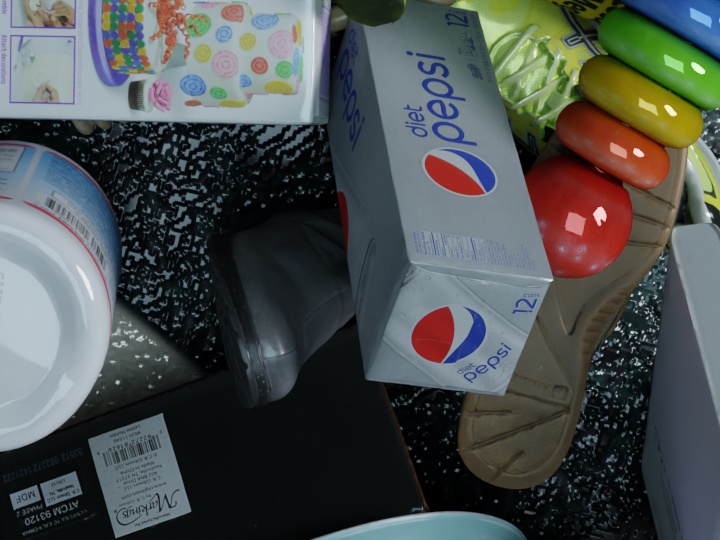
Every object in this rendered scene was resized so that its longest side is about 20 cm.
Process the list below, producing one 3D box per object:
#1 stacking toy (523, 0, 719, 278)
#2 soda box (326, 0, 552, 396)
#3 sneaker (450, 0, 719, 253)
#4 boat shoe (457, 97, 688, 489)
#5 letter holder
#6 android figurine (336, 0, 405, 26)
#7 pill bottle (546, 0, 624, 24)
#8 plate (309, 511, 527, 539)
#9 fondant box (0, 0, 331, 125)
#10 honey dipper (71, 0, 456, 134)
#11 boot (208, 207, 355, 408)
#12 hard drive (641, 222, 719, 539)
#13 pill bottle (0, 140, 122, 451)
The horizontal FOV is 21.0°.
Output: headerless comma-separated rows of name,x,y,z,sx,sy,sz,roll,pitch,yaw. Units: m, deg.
stacking toy,0.126,-0.087,0.831,0.085,0.085,0.201,30,98,-11
soda box,0.029,-0.038,0.855,0.063,0.201,0.069,8,129,-14
sneaker,0.108,-0.083,0.953,0.200,0.076,0.076,36,101,-10
boat shoe,0.097,0.002,0.916,0.072,0.072,0.201,17,103,0
letter holder,-0.070,0.121,0.989,0.199,0.142,0.101,-20,73,0
android figurine,0.027,-0.213,0.865,0.041,0.182,0.201,15,59,-11
pill bottle,0.138,-0.167,0.916,0.199,0.112,0.113,22,102,-9
plate,-0.006,0.180,0.969,0.199,0.200,0.026,-20,60,1
fondant box,-0.113,-0.141,0.899,0.199,0.058,0.145,2,92,8
honey dipper,-0.047,-0.109,0.936,0.199,0.038,0.038,-15,105,11
boot,0.000,0.000,0.903,0.131,0.200,0.070,-8,109,1
hard drive,0.163,0.091,0.923,0.026,0.132,0.201,-7,144,-2
pill bottle,-0.164,0.001,0.889,0.108,0.200,0.110,-1,104,-4
